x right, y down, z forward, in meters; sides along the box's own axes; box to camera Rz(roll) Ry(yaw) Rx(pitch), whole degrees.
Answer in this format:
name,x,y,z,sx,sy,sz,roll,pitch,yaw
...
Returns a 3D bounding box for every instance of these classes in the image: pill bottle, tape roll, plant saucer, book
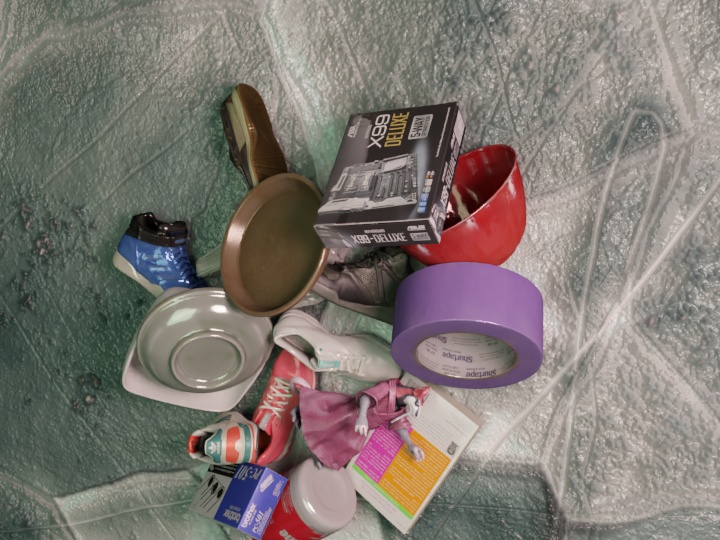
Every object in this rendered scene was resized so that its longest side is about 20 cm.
name,x,y,z,sx,sy,sz,roll,pitch,yaw
pill bottle,-0.107,0.366,1.347,0.200,0.112,0.113,-37,84,35
tape roll,0.141,0.077,1.178,0.198,0.200,0.086,-5,56,21
plant saucer,-0.220,0.116,1.284,0.198,0.050,0.202,-8,130,-9
book,0.072,0.263,1.314,0.133,0.048,0.201,37,107,17
plant saucer,-0.113,-0.033,1.216,0.198,0.029,0.202,-13,68,35

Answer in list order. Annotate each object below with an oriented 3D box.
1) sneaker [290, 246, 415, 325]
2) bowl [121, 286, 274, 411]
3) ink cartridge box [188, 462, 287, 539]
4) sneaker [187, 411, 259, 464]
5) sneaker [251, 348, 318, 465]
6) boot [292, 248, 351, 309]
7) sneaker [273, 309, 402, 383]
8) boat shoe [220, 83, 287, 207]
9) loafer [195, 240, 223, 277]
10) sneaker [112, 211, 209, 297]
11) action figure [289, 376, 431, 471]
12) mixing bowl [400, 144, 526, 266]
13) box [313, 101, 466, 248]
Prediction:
name,x,y,z,sx,sy,sz,roll,pitch,yaw
sneaker,0.000,0.000,1.256,0.198,0.076,0.115,18,97,-22
bowl,-0.246,0.110,1.352,0.198,0.075,0.201,17,123,-27
ink cartridge box,-0.186,0.336,1.339,0.044,0.199,0.095,34,68,-24
sneaker,-0.220,0.251,1.348,0.092,0.199,0.071,5,86,-24
sneaker,-0.122,0.211,1.356,0.073,0.087,0.202,20,103,16
boot,-0.047,-0.010,1.317,0.199,0.074,0.096,-24,98,26
sneaker,-0.036,0.126,1.299,0.198,0.089,0.076,20,108,2
boat shoe,-0.160,-0.175,1.326,0.065,0.073,0.202,-28,67,37
loafer,-0.167,-0.052,1.351,0.199,0.070,0.070,-28,78,12
sneaker,-0.287,-0.015,1.393,0.199,0.077,0.112,32,109,14
action figure,0.011,0.202,1.283,0.199,0.134,0.150,-27,45,11
mixing bowl,0.143,-0.063,1.185,0.199,0.201,0.109,-27,115,21
box,0.041,-0.122,1.142,0.156,0.050,0.201,-1,52,25
